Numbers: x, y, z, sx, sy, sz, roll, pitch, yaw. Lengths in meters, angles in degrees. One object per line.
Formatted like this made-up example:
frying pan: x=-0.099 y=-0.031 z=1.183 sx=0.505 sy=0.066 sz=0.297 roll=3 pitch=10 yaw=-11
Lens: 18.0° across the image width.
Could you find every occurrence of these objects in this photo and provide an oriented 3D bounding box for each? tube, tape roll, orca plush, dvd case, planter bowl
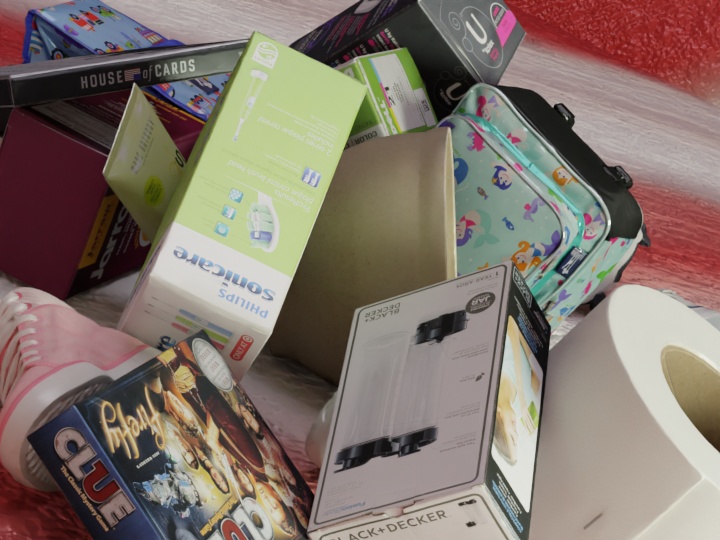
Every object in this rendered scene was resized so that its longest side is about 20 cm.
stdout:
tube: x=-0.123 y=-0.033 z=1.552 sx=0.058 sy=0.052 sz=0.200 roll=53 pitch=-5 yaw=44
tape roll: x=0.180 y=0.129 z=1.417 sx=0.202 sy=0.139 sz=0.203 roll=35 pitch=27 yaw=-21
orca plush: x=0.201 y=-0.018 z=2.141 sx=0.071 sy=0.106 sz=0.200 roll=-9 pitch=25 yaw=32
dvd case: x=-0.187 y=-0.136 z=1.569 sx=0.199 sy=0.025 sz=0.150 roll=-13 pitch=10 yaw=-34
planter bowl: x=0.000 y=0.000 z=1.612 sx=0.133 sy=0.202 sz=0.200 roll=-1 pitch=16 yaw=4

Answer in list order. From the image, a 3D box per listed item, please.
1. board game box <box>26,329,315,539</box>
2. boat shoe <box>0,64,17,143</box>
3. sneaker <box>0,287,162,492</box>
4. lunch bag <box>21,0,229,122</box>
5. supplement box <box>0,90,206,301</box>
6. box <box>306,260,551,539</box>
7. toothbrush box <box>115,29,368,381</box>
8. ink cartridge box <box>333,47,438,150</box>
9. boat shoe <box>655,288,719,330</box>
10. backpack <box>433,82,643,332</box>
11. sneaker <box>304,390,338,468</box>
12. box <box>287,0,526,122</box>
board game box: x=-0.093 y=0.115 z=1.234 sx=0.136 sy=0.034 sz=0.200 roll=56 pitch=18 yaw=0
boat shoe: x=-0.216 y=-0.092 z=1.770 sx=0.201 sy=0.063 sz=0.074 roll=34 pitch=15 yaw=23
sneaker: x=-0.187 y=0.064 z=1.295 sx=0.104 sy=0.076 sz=0.200 roll=27 pitch=12 yaw=11
lunch bag: x=-0.181 y=-0.149 z=1.917 sx=0.199 sy=0.095 sz=0.151 roll=23 pitch=15 yaw=7
supplement box: x=-0.189 y=-0.060 z=1.611 sx=0.085 sy=0.111 sz=0.200 roll=26 pitch=16 yaw=10
box: x=0.044 y=0.092 z=1.344 sx=0.060 sy=0.116 sz=0.201 roll=58 pitch=25 yaw=-30
toothbrush box: x=-0.082 y=-0.025 z=1.430 sx=0.086 sy=0.146 sz=0.201 roll=26 pitch=56 yaw=-6
ink cartridge box: x=-0.048 y=-0.104 z=1.747 sx=0.200 sy=0.147 sz=0.076 roll=-21 pitch=89 yaw=-63
boat shoe: x=0.265 y=0.052 z=2.047 sx=0.065 sy=0.074 sz=0.200 roll=27 pitch=5 yaw=25
backpack: x=0.098 y=-0.025 z=1.777 sx=0.178 sy=0.200 sz=0.150 roll=48 pitch=28 yaw=18
sneaker: x=0.054 y=0.122 z=1.474 sx=0.199 sy=0.078 sz=0.099 roll=9 pitch=26 yaw=-42
box: x=0.022 y=-0.166 z=1.896 sx=0.106 sy=0.199 sz=0.122 roll=51 pitch=35 yaw=-16
